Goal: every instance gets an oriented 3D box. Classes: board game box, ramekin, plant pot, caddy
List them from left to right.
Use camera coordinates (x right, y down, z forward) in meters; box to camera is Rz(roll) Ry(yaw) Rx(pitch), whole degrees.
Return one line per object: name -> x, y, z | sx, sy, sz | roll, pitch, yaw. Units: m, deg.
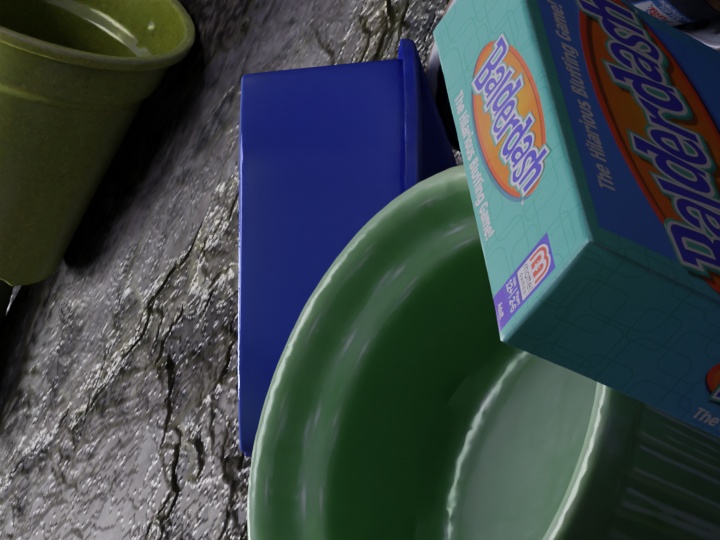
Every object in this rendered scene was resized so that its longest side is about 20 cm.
plant pot -> -0.227, -0.100, 1.597 | 0.201, 0.199, 0.185 | -113, 41, -58
caddy -> 0.000, 0.000, 1.093 | 0.141, 0.104, 0.201 | 92, 178, -85
ramekin -> 0.056, 0.069, 0.936 | 0.200, 0.097, 0.201 | -31, 47, 41
board game box -> 0.123, -0.005, 0.775 | 0.045, 0.199, 0.153 | -51, 30, 30

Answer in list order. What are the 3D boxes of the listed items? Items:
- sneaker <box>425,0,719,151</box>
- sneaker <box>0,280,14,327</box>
sneaker -> 0.099, -0.107, 1.066 | 0.200, 0.070, 0.109 | -50, 27, 25
sneaker -> -0.271, 0.073, 1.662 | 0.201, 0.067, 0.090 | -63, 32, 7
